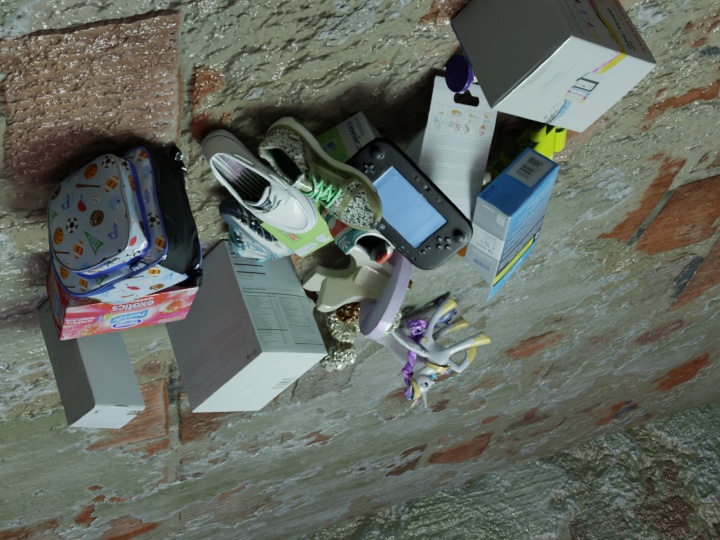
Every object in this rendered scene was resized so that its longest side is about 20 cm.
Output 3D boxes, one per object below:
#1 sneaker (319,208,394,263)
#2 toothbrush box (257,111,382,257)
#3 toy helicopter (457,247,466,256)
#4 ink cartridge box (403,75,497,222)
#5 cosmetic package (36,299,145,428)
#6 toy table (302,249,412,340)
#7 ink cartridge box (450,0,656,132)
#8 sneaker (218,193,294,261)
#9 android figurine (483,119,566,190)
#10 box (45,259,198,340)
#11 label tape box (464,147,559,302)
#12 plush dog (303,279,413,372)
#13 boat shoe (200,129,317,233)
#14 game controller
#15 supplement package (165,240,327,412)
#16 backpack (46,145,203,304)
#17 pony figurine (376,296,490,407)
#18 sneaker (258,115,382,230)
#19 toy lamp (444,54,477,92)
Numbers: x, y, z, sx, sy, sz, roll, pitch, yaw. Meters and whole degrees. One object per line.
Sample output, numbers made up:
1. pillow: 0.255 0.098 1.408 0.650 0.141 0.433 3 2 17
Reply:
1. sneaker: 0.033 -0.047 1.625 0.199 0.094 0.070 7 141 -42
2. toothbrush box: -0.044 -0.120 1.634 0.199 0.087 0.146 -28 153 13
3. toy helicopter: 0.175 -0.064 1.973 0.199 0.080 0.132 -20 167 22
4. ink cartridge box: 0.120 -0.172 1.624 0.050 0.202 0.161 16 -170 41
5. cosmetic package: -0.407 0.134 1.701 0.074 0.201 0.101 -36 151 28
6. toy table: 0.000 0.000 1.765 0.116 0.201 0.184 26 131 -19
7. ink cartridge box: 0.251 -0.292 1.464 0.199 0.148 0.145 4 144 -45
8. sneaker: -0.165 -0.052 1.684 0.086 0.078 0.200 -26 155 15
9. android figurine: 0.259 -0.164 1.798 0.182 0.041 0.200 -44 157 -15
10. box: -0.349 0.025 1.656 0.198 0.096 0.100 -9 153 -27
11. label tape box: 0.225 -0.068 1.729 0.143 0.066 0.201 -44 158 -33
12. plush dog: -0.006 0.051 1.924 0.200 0.161 0.172 -34 175 -44
13. boat shoe: -0.136 -0.103 1.508 0.200 0.067 0.074 36 112 -27
14. game controller: 0.060 -0.089 1.540 0.104 0.042 0.200 -42 106 16
15. supplement package: -0.189 0.092 1.801 0.146 0.201 0.191 6 144 -47
16. backpack: -0.313 -0.047 1.448 0.190 0.202 0.154 -29 150 30
17. pony figurine: 0.127 0.148 2.232 0.200 0.193 0.167 -39 160 -9
18. sneaker: -0.061 -0.114 1.487 0.077 0.200 0.089 -53 176 35
19. toy lamp: 0.212 -0.270 1.585 0.199 0.059 0.058 -4 149 -37
